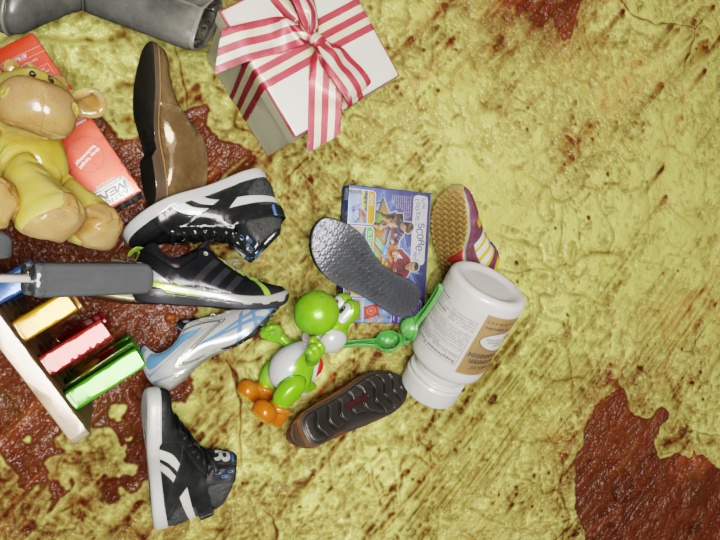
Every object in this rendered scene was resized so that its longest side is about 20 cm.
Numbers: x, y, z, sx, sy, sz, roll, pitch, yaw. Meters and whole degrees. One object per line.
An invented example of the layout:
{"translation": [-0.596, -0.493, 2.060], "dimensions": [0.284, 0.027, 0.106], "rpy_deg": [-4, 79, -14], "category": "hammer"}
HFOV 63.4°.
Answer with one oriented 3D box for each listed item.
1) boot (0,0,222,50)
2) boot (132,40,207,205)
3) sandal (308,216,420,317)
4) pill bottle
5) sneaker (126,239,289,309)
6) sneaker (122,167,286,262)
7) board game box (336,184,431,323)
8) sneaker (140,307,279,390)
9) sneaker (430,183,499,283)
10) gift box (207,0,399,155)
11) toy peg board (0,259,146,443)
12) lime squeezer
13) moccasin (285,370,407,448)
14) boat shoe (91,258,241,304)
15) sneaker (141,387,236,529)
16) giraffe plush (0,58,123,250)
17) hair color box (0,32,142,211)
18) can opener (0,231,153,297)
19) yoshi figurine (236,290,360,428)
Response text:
{"translation": [-0.285, -0.300, 0.679], "dimensions": [0.200, 0.073, 0.182], "rpy_deg": [26, 60, -7], "category": "boot"}
{"translation": [-0.244, -0.187, 0.749], "dimensions": [0.075, 0.074, 0.200], "rpy_deg": [-9, 102, -36], "category": "boot"}
{"translation": [0.000, 0.001, 0.822], "dimensions": [0.200, 0.043, 0.076], "rpy_deg": [41, 86, -27], "category": "sandal"}
{"translation": [0.139, 0.097, 0.838], "dimensions": [0.114, 0.114, 0.200], "rpy_deg": [14, 118, -21], "category": "pill bottle"}
{"translation": [-0.177, 0.004, 0.708], "dimensions": [0.200, 0.072, 0.083], "rpy_deg": [7, 83, -31], "category": "sneaker"}
{"translation": [-0.189, -0.048, 0.749], "dimensions": [0.200, 0.073, 0.112], "rpy_deg": [-28, 82, -19], "category": "sneaker"}
{"translation": [0.035, -0.021, 0.869], "dimensions": [0.135, 0.034, 0.200], "rpy_deg": [3, 91, -21], "category": "board game box"}
{"translation": [-0.193, 0.080, 0.770], "dimensions": [0.200, 0.072, 0.073], "rpy_deg": [-32, 90, -22], "category": "sneaker"}
{"translation": [0.167, -0.041, 0.898], "dimensions": [0.090, 0.075, 0.200], "rpy_deg": [-24, 117, -38], "category": "sneaker"}
{"translation": [-0.084, -0.250, 0.737], "dimensions": [0.200, 0.187, 0.185], "rpy_deg": [-41, 104, -16], "category": "gift box"}
{"translation": [-0.329, 0.061, 0.649], "dimensions": [0.098, 0.200, 0.199], "rpy_deg": [-35, 103, -20], "category": "toy peg board"}
{"translation": [0.049, 0.081, 0.839], "dimensions": [0.200, 0.038, 0.071], "rpy_deg": [-30, 115, 24], "category": "lime squeezer"}
{"translation": [-0.015, 0.201, 0.839], "dimensions": [0.201, 0.078, 0.074], "rpy_deg": [-25, 85, -37], "category": "moccasin"}
{"translation": [-0.250, 0.012, 0.749], "dimensions": [0.200, 0.073, 0.063], "rpy_deg": [2, 85, -32], "category": "boat shoe"}
{"translation": [-0.216, 0.229, 0.748], "dimensions": [0.112, 0.073, 0.200], "rpy_deg": [-6, 114, -24], "category": "sneaker"}
{"translation": [-0.327, -0.124, 0.580], "dimensions": [0.173, 0.200, 0.162], "rpy_deg": [16, 90, -62], "category": "giraffe plush"}
{"translation": [-0.341, -0.160, 0.687], "dimensions": [0.061, 0.101, 0.200], "rpy_deg": [-36, 103, -15], "category": "hair color box"}
{"translation": [-0.293, -0.003, 0.544], "dimensions": [0.200, 0.053, 0.067], "rpy_deg": [6, 91, -46], "category": "can opener"}
{"translation": [-0.087, 0.102, 0.782], "dimensions": [0.112, 0.112, 0.200], "rpy_deg": [39, 85, 3], "category": "yoshi figurine"}
